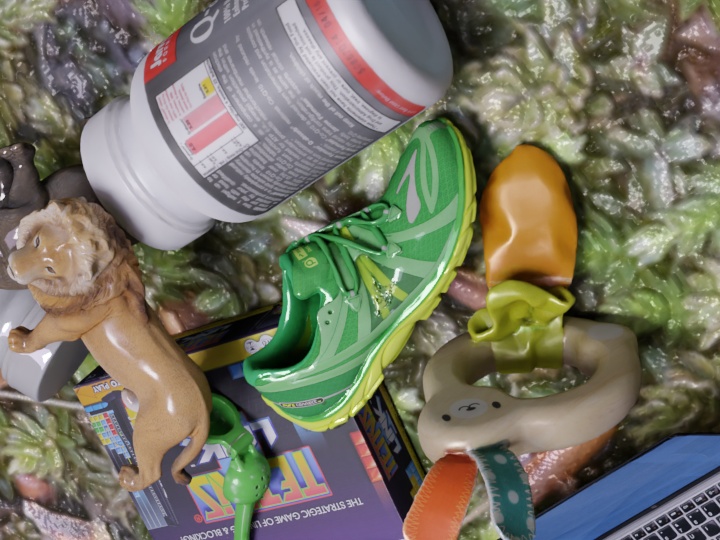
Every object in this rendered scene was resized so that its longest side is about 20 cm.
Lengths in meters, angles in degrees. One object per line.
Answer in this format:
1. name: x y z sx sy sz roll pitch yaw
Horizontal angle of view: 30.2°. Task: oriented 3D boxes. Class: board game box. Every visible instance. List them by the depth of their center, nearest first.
1. board game box: -0.073 0.116 0.902 0.199 0.057 0.166 -18 104 28

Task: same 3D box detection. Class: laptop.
1. laptop: 0.186 0.186 0.792 0.187 0.116 0.200 -39 95 32

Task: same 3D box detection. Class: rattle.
1. rattle: 0.078 0.040 0.715 0.130 0.200 0.144 24 124 26

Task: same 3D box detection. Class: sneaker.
1. sneaker: 0.000 0.000 0.771 0.083 0.074 0.201 26 97 -28

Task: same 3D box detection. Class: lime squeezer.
1. lime squeezer: -0.095 0.111 0.863 0.070 0.038 0.201 0 119 58

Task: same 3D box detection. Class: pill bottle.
1. pill bottle: -0.057 -0.098 0.753 0.199 0.116 0.116 -31 99 26
2. pill bottle: -0.274 0.001 0.899 0.199 0.111 0.111 33 121 6

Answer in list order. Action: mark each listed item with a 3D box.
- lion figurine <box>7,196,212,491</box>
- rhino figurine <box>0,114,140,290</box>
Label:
1. lion figurine: -0.137 0.047 0.787 0.122 0.073 0.200 -25 115 43
2. rhino figurine: -0.206 -0.036 0.830 0.060 0.199 0.088 5 116 67
